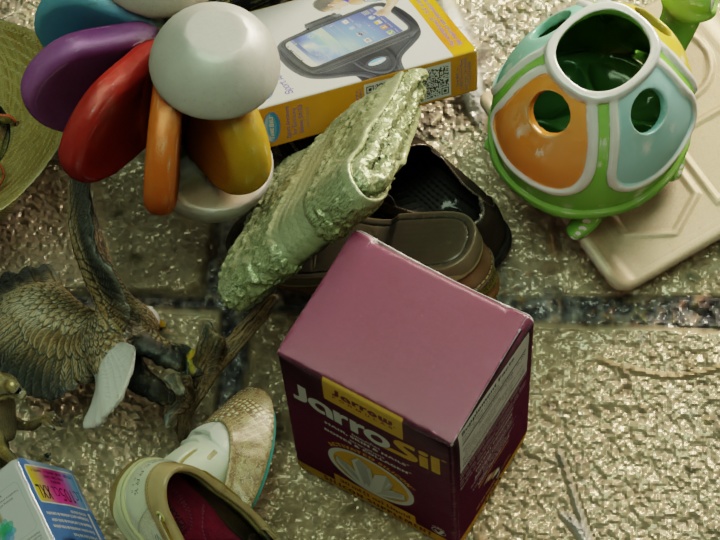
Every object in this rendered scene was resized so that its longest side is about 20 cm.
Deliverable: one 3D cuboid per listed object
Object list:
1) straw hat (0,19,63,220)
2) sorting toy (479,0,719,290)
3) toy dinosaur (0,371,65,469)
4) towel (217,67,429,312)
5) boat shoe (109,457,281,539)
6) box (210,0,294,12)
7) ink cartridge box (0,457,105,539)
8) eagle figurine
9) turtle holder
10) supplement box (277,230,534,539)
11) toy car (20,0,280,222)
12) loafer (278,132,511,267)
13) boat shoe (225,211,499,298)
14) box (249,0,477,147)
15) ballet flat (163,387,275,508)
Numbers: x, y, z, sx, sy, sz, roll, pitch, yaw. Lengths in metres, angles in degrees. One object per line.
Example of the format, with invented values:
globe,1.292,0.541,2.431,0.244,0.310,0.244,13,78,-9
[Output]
straw hat,-0.282,-0.077,1.691,0.201,0.085,0.201,-8,51,10
sorting toy,0.212,-0.095,1.710,0.200,0.036,0.185,-27,66,-15
toy dinosaur,-0.262,0.123,1.600,0.101,0.200,0.058,37,37,-19
towel,-0.025,-0.057,1.568,0.036,0.148,0.200,45,28,-13
boat shoe,-0.075,0.197,1.518,0.200,0.066,0.074,44,63,-17
box,-0.122,-0.228,1.716,0.200,0.164,0.086,-26,65,-8
ink cartridge box,-0.210,0.242,1.519,0.136,0.076,0.200,-37,64,17
eagle figurine,-0.177,0.025,1.615,0.200,0.151,0.152,40,70,13
turtle holder,0.177,-0.122,1.628,0.185,0.132,0.141,-17,63,-9
supplement box,0.032,0.081,1.541,0.131,0.200,0.103,27,68,16
toy car,-0.144,-0.122,1.553,0.150,0.175,0.200,-20,60,-16
loafer,0.024,-0.076,1.686,0.200,0.071,0.073,32,70,17
boat shoe,0.000,0.000,1.652,0.200,0.068,0.072,7,58,31
box,-0.030,-0.149,1.701,0.200,0.042,0.119,-15,41,-18
ballet flat,-0.108,0.159,1.577,0.070,0.065,0.200,-14,53,44
